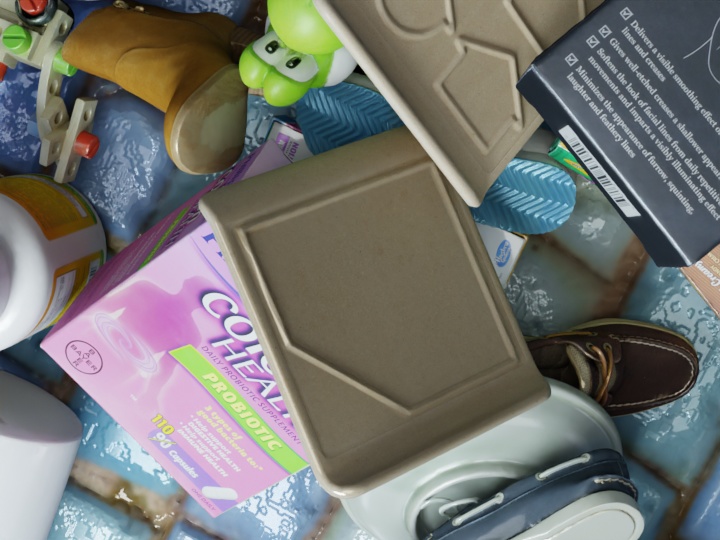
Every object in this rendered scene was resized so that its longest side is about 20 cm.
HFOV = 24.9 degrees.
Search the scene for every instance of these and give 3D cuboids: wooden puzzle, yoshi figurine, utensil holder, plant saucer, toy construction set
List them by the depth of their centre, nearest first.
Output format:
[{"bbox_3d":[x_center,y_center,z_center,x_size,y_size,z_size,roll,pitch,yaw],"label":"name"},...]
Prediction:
[{"bbox_3d":[0.010,0.020,1.005,0.037,0.184,0.201,-34,80,53],"label":"wooden puzzle"},{"bbox_3d":[0.070,-0.172,1.013,0.201,0.046,0.185,-53,124,-18],"label":"wooden puzzle"},{"bbox_3d":[-0.001,-0.184,1.050,0.112,0.200,0.113,10,133,35],"label":"yoshi figurine"},{"bbox_3d":[0.083,0.151,1.107,0.198,0.050,0.201,-3,135,-3],"label":"plant saucer"},{"bbox_3d":[-0.271,-0.145,1.150,0.198,0.092,0.132,23,86,-1],"label":"toy construction set"},{"bbox_3d":[-0.305,0.178,1.163,0.169,0.170,0.202,22,97,4],"label":"utensil holder"}]

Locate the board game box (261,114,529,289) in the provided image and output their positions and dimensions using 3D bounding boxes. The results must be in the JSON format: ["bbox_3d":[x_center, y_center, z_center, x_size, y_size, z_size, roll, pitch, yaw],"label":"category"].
[{"bbox_3d":[0.000,0.000,1.159,0.199,0.040,0.154,26,100,4],"label":"board game box"}]

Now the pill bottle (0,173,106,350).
[{"bbox_3d":[-0.253,-0.004,1.112,0.110,0.200,0.112,1,98,7],"label":"pill bottle"}]

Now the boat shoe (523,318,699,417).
[{"bbox_3d":[0.144,0.074,1.114,0.198,0.072,0.073,4,103,-12],"label":"boat shoe"}]

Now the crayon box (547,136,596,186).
[{"bbox_3d":[0.222,-0.130,1.045,0.118,0.058,0.201,32,91,0],"label":"crayon box"}]

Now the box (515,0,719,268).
[{"bbox_3d":[0.215,-0.121,0.962,0.200,0.107,0.149,-39,90,1],"label":"box"}]

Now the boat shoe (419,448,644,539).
[{"bbox_3d":[0.086,0.175,1.050,0.199,0.062,0.075,-31,126,19],"label":"boat shoe"}]

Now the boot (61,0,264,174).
[{"bbox_3d":[-0.137,-0.126,1.080,0.143,0.201,0.071,14,117,13],"label":"boot"}]

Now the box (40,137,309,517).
[{"bbox_3d":[-0.080,0.044,1.090,0.199,0.097,0.176,-32,108,37],"label":"box"}]

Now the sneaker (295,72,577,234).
[{"bbox_3d":[0.051,-0.087,1.112,0.198,0.081,0.077,20,123,-3],"label":"sneaker"}]

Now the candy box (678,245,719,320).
[{"bbox_3d":[0.246,-0.057,1.110,0.116,0.056,0.200,-38,90,9],"label":"candy box"}]
